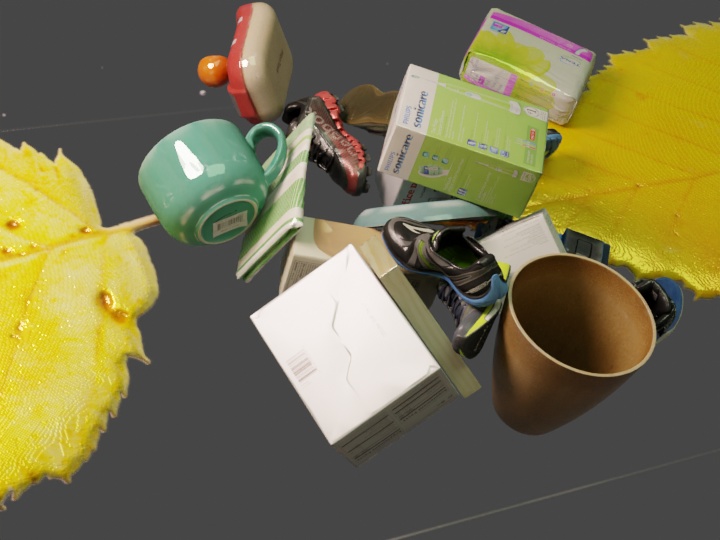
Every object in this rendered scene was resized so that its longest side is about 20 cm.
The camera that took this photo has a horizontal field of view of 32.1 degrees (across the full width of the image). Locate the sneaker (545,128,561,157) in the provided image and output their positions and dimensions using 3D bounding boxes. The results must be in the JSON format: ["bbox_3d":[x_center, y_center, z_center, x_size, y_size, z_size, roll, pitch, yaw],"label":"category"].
[{"bbox_3d":[0.216,-0.200,1.897,0.200,0.071,0.083,-5,58,-18],"label":"sneaker"}]

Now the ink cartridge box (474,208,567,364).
[{"bbox_3d":[0.235,0.031,1.652,0.200,0.109,0.050,64,17,-6],"label":"ink cartridge box"}]

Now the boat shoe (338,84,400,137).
[{"bbox_3d":[0.034,-0.226,1.836,0.066,0.201,0.072,38,79,-30],"label":"boat shoe"}]

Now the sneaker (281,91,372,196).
[{"bbox_3d":[-0.054,-0.179,1.800,0.098,0.071,0.200,-7,51,-27],"label":"sneaker"}]

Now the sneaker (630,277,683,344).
[{"bbox_3d":[0.406,0.048,1.724,0.077,0.111,0.200,39,49,17],"label":"sneaker"}]

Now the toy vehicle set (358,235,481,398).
[{"bbox_3d":[0.073,0.056,1.546,0.027,0.200,0.124,-35,23,1],"label":"toy vehicle set"}]

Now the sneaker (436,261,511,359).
[{"bbox_3d":[0.129,0.040,1.546,0.081,0.074,0.200,22,28,2],"label":"sneaker"}]

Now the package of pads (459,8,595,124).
[{"bbox_3d":[0.274,-0.334,2.046,0.200,0.068,0.155,24,47,4],"label":"package of pads"}]

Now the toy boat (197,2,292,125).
[{"bbox_3d":[-0.179,-0.305,1.857,0.131,0.131,0.200,-6,46,15],"label":"toy boat"}]

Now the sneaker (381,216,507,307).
[{"bbox_3d":[0.102,-0.027,1.514,0.071,0.083,0.200,-32,39,-24],"label":"sneaker"}]

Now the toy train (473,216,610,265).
[{"bbox_3d":[0.242,-0.012,1.721,0.200,0.114,0.087,21,46,0],"label":"toy train"}]

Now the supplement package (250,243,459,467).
[{"bbox_3d":[-0.007,0.103,1.498,0.156,0.111,0.200,-35,61,0],"label":"supplement package"}]

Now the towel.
[{"bbox_3d":[-0.109,-0.096,1.662,0.023,0.153,0.200,26,45,-22],"label":"towel"}]

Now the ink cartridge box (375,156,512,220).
[{"bbox_3d":[0.137,-0.146,1.784,0.200,0.147,0.083,0,53,-17],"label":"ink cartridge box"}]

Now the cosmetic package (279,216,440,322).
[{"bbox_3d":[0.000,0.000,1.640,0.200,0.105,0.071,10,49,-11],"label":"cosmetic package"}]

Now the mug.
[{"bbox_3d":[-0.187,-0.114,1.627,0.152,0.185,0.114,11,41,-55],"label":"mug"}]

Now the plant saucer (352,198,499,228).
[{"bbox_3d":[0.087,-0.077,1.689,0.200,0.200,0.027,-5,91,-22],"label":"plant saucer"}]

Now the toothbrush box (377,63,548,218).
[{"bbox_3d":[0.137,-0.172,1.644,0.200,0.086,0.146,18,43,-5],"label":"toothbrush box"}]

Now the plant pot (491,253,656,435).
[{"bbox_3d":[0.241,0.112,1.552,0.186,0.200,0.186,9,48,-10],"label":"plant pot"}]
